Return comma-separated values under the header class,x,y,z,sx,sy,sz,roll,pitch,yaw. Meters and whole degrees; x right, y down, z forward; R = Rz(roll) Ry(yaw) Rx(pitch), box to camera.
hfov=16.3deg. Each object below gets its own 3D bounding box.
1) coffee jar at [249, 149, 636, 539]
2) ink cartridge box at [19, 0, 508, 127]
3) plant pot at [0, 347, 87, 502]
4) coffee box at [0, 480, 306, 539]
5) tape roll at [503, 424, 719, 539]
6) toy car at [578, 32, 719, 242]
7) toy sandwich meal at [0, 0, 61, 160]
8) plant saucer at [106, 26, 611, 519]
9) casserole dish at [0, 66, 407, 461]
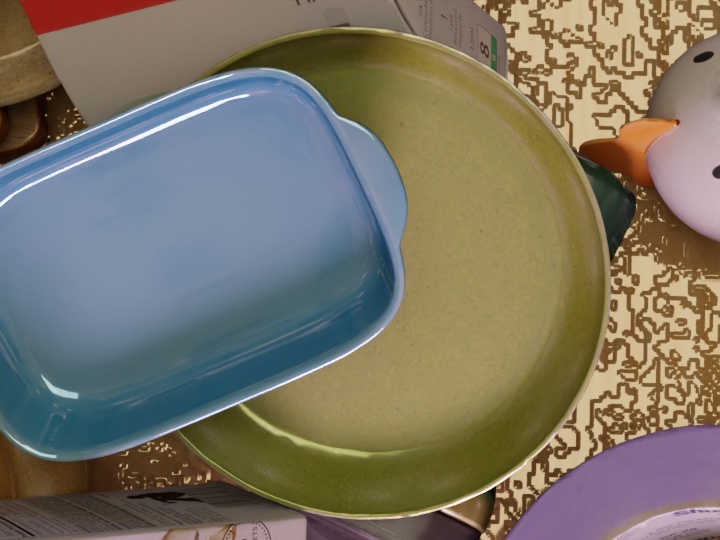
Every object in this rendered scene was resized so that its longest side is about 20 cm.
class,x,y,z,sx,sy,sz,roll,pitch,yaw
coffee jar,0.033,0.035,1.076,0.104,0.085,0.200,25,84,5
ink cartridge box,-0.054,-0.096,0.997,0.160,0.200,0.050,-11,70,27
plant pot,-0.214,0.082,1.045,0.199,0.028,0.201,4,117,8
coffee box,-0.126,0.151,0.991,0.199,0.080,0.113,-2,98,-31
tape roll,0.148,0.169,1.034,0.199,0.085,0.201,-4,75,15
toy car,0.189,-0.067,1.053,0.199,0.177,0.185,-12,72,8
toy sandwich meal,-0.171,-0.143,1.113,0.204,0.070,0.206,-1,72,4
plant saucer,0.000,0.000,0.994,0.199,0.031,0.201,2,106,7
casserole dish,-0.075,-0.005,0.966,0.200,0.039,0.121,-23,102,12
